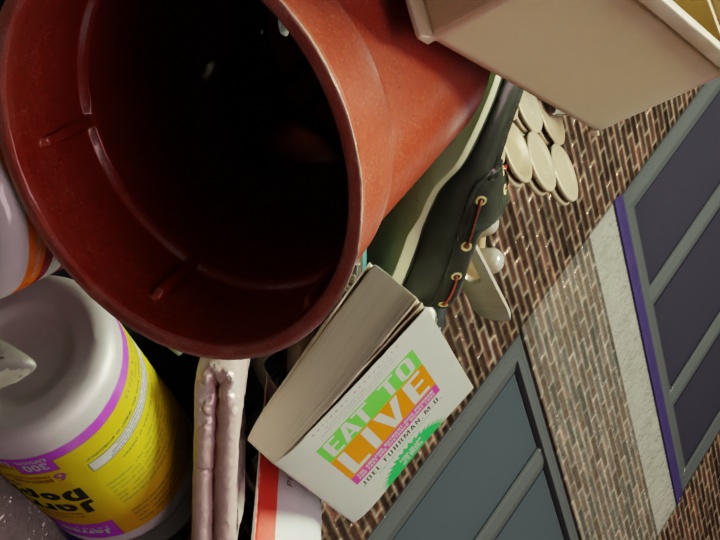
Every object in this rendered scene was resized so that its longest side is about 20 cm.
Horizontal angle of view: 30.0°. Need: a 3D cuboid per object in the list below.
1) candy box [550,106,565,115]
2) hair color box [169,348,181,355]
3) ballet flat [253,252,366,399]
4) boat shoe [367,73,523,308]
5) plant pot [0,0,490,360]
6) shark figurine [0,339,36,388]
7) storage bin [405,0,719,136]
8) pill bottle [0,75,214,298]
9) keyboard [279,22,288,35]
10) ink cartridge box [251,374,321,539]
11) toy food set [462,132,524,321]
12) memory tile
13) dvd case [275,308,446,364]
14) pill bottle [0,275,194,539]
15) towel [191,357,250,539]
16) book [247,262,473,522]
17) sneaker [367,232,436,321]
[{"bbox_3d":[0.183,-0.234,1.053,0.201,0.060,0.138,93,-6,-60],"label":"candy box"},{"bbox_3d":[-0.069,-0.042,0.832,0.199,0.099,0.061,-37,125,-21],"label":"hair color box"},{"bbox_3d":[-0.037,0.042,0.911,0.075,0.068,0.202,-17,136,-23],"label":"ballet flat"},{"bbox_3d":[0.063,-0.061,0.872,0.062,0.074,0.203,9,123,-21],"label":"boat shoe"},{"bbox_3d":[-0.039,-0.091,0.658,0.195,0.199,0.203,-41,132,-50],"label":"plant pot"},{"bbox_3d":[-0.275,0.001,0.661,0.214,0.127,0.090,34,48,-34],"label":"shark figurine"},{"bbox_3d":[0.091,-0.190,0.669,0.199,0.093,0.201,13,58,-55],"label":"storage bin"},{"bbox_3d":[-0.153,-0.070,0.743,0.199,0.112,0.114,-31,125,-42],"label":"pill bottle"},{"bbox_3d":[-0.042,-0.140,0.946,0.056,0.011,0.202,-28,124,-44],"label":"keyboard"},{"bbox_3d":[-0.048,0.187,0.906,0.201,0.047,0.162,95,-3,-57],"label":"ink cartridge box"},{"bbox_3d":[0.094,-0.082,1.048,0.144,0.060,0.202,58,30,-44],"label":"toy food set"},{"bbox_3d":[0.116,-0.134,1.050,0.199,0.017,0.155,14,60,-59],"label":"memory tile"},{"bbox_3d":[0.015,-0.001,1.052,0.199,0.025,0.152,4,100,-55],"label":"dvd case"},{"bbox_3d":[-0.158,0.094,0.785,0.105,0.103,0.201,-58,153,-21],"label":"pill bottle"},{"bbox_3d":[-0.087,0.114,0.859,0.200,0.032,0.194,-102,-165,-73],"label":"towel"},{"bbox_3d":[0.004,0.091,0.893,0.134,0.048,0.200,-50,157,-6],"label":"book"},{"bbox_3d":[0.000,0.000,0.966,0.084,0.077,0.202,-19,116,-28],"label":"sneaker"}]
